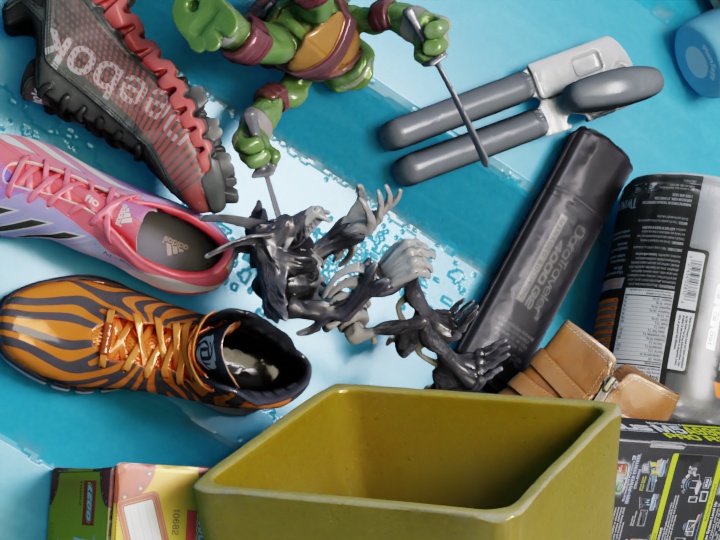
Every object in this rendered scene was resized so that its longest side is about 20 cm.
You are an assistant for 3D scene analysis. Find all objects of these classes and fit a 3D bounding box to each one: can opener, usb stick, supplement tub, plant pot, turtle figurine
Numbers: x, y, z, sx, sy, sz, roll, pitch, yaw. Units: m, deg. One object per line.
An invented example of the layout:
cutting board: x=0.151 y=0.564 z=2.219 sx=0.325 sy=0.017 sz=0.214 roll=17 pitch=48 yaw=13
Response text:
can opener: x=0.109 y=-0.113 z=1.461 sx=0.200 sy=0.066 sz=0.053 roll=-21 pitch=90 yaw=-17
usb stick: x=0.127 y=-0.008 z=1.473 sx=0.055 sy=0.033 sz=0.200 roll=36 pitch=73 yaw=-22
supplement tub: x=0.221 y=0.043 z=1.457 sx=0.122 sy=0.123 sz=0.200 roll=16 pitch=80 yaw=-20
plant pot: x=0.037 y=0.193 z=1.250 sx=0.196 sy=0.194 sz=0.200 roll=-33 pitch=122 yaw=-61
turtle figurine: x=-0.018 y=-0.122 z=1.333 sx=0.194 sy=0.144 sz=0.200 roll=35 pitch=50 yaw=-59

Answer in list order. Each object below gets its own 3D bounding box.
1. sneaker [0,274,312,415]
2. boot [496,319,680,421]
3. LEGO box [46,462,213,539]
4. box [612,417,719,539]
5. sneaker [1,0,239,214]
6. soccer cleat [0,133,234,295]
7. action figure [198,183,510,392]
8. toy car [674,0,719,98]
sneaker: x=-0.121 y=0.042 z=1.322 sx=0.200 sy=0.112 sz=0.078 roll=9 pitch=81 yaw=-21
boot: x=0.094 y=0.098 z=1.388 sx=0.200 sy=0.074 sz=0.155 roll=29 pitch=97 yaw=-2
LEGO box: x=-0.138 y=0.217 z=1.278 sx=0.077 sy=0.149 sz=0.200 roll=6 pitch=83 yaw=-22
box: x=0.184 y=0.195 z=1.362 sx=0.160 sy=0.044 sz=0.200 roll=6 pitch=104 yaw=-28
sneaker: x=-0.155 y=-0.109 z=1.335 sx=0.098 sy=0.071 sz=0.200 roll=-32 pitch=83 yaw=-9
soccer cleat: x=-0.170 y=-0.038 z=1.326 sx=0.200 sy=0.076 sz=0.067 roll=23 pitch=77 yaw=-15
action figure: x=0.000 y=0.000 z=1.318 sx=0.200 sy=0.119 sz=0.102 roll=31 pitch=111 yaw=-33
toy car: x=0.325 y=-0.231 z=1.485 sx=0.184 sy=0.200 sz=0.177 roll=-24 pitch=94 yaw=-23
